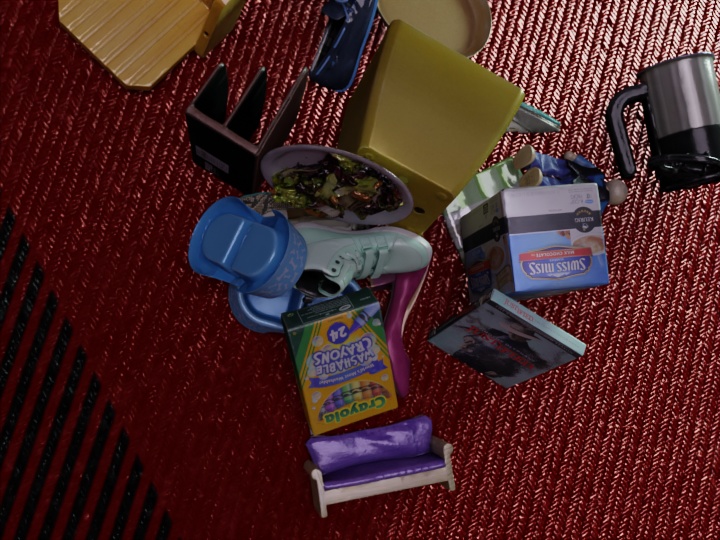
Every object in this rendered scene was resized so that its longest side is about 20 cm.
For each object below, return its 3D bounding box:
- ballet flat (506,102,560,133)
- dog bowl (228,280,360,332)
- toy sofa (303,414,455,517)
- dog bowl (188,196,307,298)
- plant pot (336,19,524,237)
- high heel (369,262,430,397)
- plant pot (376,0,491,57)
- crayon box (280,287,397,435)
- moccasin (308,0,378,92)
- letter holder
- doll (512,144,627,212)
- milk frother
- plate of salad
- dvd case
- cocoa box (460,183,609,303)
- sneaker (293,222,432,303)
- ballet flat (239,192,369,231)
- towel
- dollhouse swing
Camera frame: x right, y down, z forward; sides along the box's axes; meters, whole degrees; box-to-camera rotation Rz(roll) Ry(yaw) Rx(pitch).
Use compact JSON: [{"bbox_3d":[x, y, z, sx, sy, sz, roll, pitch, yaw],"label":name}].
[{"bbox_3d":[0.206,-0.245,1.172,0.199,0.067,0.064,30,107,-7],"label":"ballet flat"},{"bbox_3d":[-0.083,0.041,1.079,0.198,0.050,0.113,15,82,-10],"label":"dog bowl"},{"bbox_3d":[0.024,0.266,1.071,0.198,0.083,0.099,-8,88,-12],"label":"toy sofa"},{"bbox_3d":[-0.144,-0.026,1.001,0.049,0.199,0.112,32,81,-44],"label":"dog bowl"},{"bbox_3d":[0.069,-0.167,1.034,0.199,0.200,0.178,27,61,-8],"label":"plant pot"},{"bbox_3d":[0.072,0.074,1.102,0.095,0.067,0.202,-10,84,-1],"label":"high heel"},{"bbox_3d":[0.102,-0.391,1.148,0.198,0.027,0.202,9,67,-22],"label":"plant pot"},{"bbox_3d":[-0.023,0.136,1.043,0.125,0.052,0.202,-17,117,-11],"label":"crayon box"},{"bbox_3d":[-0.023,-0.355,1.090,0.068,0.080,0.202,8,103,-24],"label":"moccasin"},{"bbox_3d":[-0.146,-0.203,1.017,0.100,0.200,0.143,31,77,-4],"label":"letter holder"},{"bbox_3d":[0.323,-0.128,1.163,0.198,0.048,0.138,8,58,-30],"label":"doll"},{"bbox_3d":[0.477,-0.221,1.146,0.179,0.200,0.190,-11,87,-8],"label":"milk frother"},{"bbox_3d":[-0.032,-0.095,0.968,0.198,0.200,0.048,19,70,-9],"label":"plate of salad"},{"bbox_3d":[0.192,0.098,1.061,0.145,0.200,0.022,31,62,-7],"label":"dvd case"},{"bbox_3d":[0.228,-0.030,1.051,0.132,0.200,0.133,-4,84,-9],"label":"cocoa box"},{"bbox_3d":[0.000,0.000,1.018,0.198,0.119,0.074,4,129,-5],"label":"sneaker"},{"bbox_3d":[-0.080,-0.071,1.082,0.198,0.068,0.076,-2,51,-13],"label":"ballet flat"},{"bbox_3d":[0.214,-0.055,1.164,0.148,0.031,0.202,-26,90,-13],"label":"towel"},{"bbox_3d":[-0.284,-0.378,1.032,0.200,0.182,0.176,44,58,-5],"label":"dollhouse swing"}]
